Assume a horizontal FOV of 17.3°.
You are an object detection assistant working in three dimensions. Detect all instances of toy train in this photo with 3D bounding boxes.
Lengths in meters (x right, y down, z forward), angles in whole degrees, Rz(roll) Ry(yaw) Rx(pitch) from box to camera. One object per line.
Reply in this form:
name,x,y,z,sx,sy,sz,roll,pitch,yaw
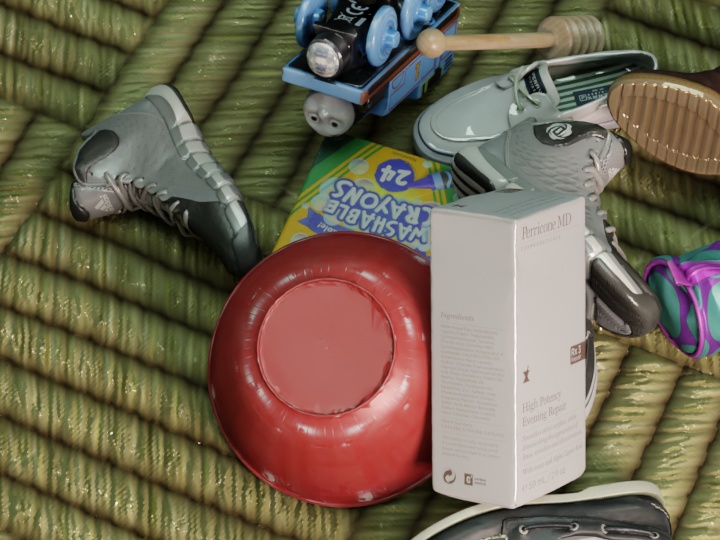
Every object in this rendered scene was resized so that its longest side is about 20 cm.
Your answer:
toy train,0.011,-0.174,1.807,0.087,0.114,0.200,16,34,19

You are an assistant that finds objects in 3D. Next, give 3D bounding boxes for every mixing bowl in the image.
mixing bowl,-0.018,0.062,1.648,0.200,0.108,0.200,-1,80,7

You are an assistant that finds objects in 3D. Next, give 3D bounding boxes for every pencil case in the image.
pencil case,0.313,-0.003,1.751,0.200,0.092,0.085,-20,60,-13

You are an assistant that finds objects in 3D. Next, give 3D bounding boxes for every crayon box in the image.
crayon box,0.000,0.000,1.762,0.126,0.052,0.200,17,59,9

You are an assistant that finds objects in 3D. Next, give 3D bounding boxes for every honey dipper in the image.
honey dipper,0.113,-0.177,1.829,0.200,0.038,0.038,-7,52,-45

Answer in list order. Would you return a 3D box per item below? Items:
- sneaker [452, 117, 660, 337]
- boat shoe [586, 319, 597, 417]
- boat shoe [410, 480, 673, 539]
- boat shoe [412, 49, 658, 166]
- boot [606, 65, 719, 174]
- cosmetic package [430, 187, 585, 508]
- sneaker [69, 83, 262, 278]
sneaker,0.169,-0.047,1.708,0.115,0.075,0.200,-35,62,-22
boat shoe,0.140,0.023,1.748,0.069,0.057,0.200,1,57,-1
boat shoe,0.124,0.199,1.626,0.199,0.075,0.066,-7,46,-17
boat shoe,0.136,-0.136,1.841,0.200,0.067,0.074,-17,64,-13
boot,0.291,-0.141,1.836,0.200,0.072,0.166,17,37,-2
cosmetic package,0.102,0.050,1.619,0.074,0.200,0.102,8,16,33
sneaker,-0.155,-0.048,1.780,0.115,0.075,0.200,-24,49,-10
